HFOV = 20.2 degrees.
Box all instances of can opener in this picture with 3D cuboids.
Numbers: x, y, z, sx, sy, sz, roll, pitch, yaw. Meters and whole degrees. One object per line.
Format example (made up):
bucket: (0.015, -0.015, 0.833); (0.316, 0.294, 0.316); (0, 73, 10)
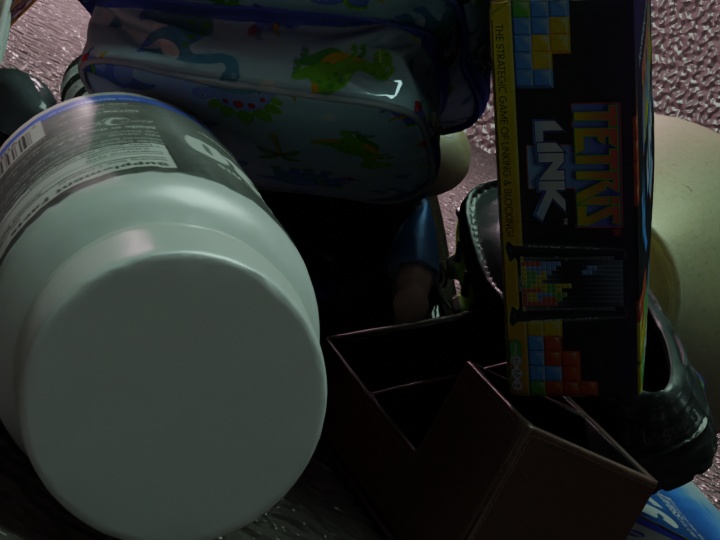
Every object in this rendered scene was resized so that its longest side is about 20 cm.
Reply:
can opener: (-0.162, -0.055, 0.959); (0.053, 0.067, 0.200); (23, 4, -30)

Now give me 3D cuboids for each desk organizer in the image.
desk organizer: (0.041, 0.071, 0.856); (0.071, 0.077, 0.200); (25, 10, -25)

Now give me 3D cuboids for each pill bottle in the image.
pill bottle: (-0.076, 0.012, 0.699); (0.113, 0.114, 0.200); (26, 9, -19)

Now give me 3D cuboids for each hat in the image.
hat: (0.000, 0.000, 1.062); (0.080, 0.202, 0.201); (-10, 3, 10)

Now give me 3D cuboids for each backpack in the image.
backpack: (-0.027, -0.110, 0.850); (0.182, 0.148, 0.200); (8, -9, 12)

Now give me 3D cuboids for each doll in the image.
doll: (-0.022, -0.017, 0.911); (0.136, 0.049, 0.199); (34, 47, 30)

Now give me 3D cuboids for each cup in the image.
cup: (0.144, 0.011, 1.137); (0.199, 0.201, 0.143); (31, 11, 14)

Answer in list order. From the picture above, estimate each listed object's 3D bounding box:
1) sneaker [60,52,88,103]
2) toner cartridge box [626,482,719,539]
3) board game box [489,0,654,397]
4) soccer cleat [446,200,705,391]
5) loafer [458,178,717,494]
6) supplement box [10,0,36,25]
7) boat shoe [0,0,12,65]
sneaker: (-0.051, -0.081, 1.037); (0.199, 0.116, 0.075); (-20, 38, -13)
toner cartridge box: (0.127, 0.115, 0.994); (0.095, 0.043, 0.200); (27, 9, -16)
board game box: (0.092, -0.070, 0.826); (0.056, 0.166, 0.200); (1, 29, 9)
soccer cleat: (0.104, 0.024, 1.018); (0.083, 0.065, 0.200); (-8, 32, -18)
loafer: (0.099, 0.014, 0.913); (0.201, 0.068, 0.071); (-122, -168, -46)
supplement box: (-0.218, -0.184, 1.089); (0.103, 0.131, 0.200); (44, -10, -8)
boat shoe: (-0.184, -0.165, 0.951); (0.073, 0.202, 0.067); (-1, -4, -27)
